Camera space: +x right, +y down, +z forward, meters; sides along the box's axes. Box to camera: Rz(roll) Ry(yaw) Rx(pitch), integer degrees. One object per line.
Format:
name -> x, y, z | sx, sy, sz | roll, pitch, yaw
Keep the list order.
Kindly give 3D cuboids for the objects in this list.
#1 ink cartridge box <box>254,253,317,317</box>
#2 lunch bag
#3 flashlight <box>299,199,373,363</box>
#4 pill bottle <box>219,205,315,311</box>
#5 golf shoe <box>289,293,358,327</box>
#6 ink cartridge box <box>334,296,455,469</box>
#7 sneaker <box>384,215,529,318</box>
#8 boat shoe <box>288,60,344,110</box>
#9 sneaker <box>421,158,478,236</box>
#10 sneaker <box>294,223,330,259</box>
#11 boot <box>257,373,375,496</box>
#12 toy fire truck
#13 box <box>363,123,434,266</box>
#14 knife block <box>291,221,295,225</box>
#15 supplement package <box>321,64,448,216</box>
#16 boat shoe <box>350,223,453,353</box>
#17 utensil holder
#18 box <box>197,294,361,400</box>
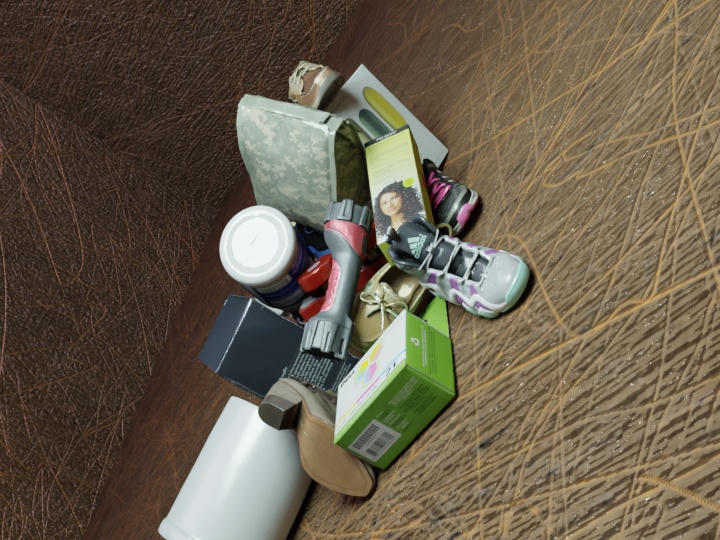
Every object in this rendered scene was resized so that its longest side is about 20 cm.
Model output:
ink cartridge box -> -0.086, 0.010, 1.405 | 0.198, 0.068, 0.117 | -27, -14, -47
lunch bag -> -0.080, -0.165, 1.120 | 0.119, 0.161, 0.202 | -59, -24, -30
flashlight -> -0.033, 0.012, 1.000 | 0.067, 0.067, 0.205 | -25, 47, 61
pill bottle -> -0.129, -0.009, 1.175 | 0.118, 0.114, 0.200 | -63, -17, -12
golf shoe -> -0.050, 0.061, 1.267 | 0.199, 0.093, 0.079 | -38, 27, 49
ink cartridge box -> 0.040, 0.112, 0.950 | 0.149, 0.075, 0.202 | -51, 20, 29
sneaker -> 0.089, -0.014, 0.880 | 0.199, 0.138, 0.079 | 4, 65, 63
boat shoe -> -0.077, -0.276, 1.177 | 0.076, 0.072, 0.200 | -49, 10, -7
sneaker -> 0.102, -0.109, 1.100 | 0.075, 0.086, 0.200 | -56, 18, 11
sneaker -> -0.078, -0.073, 1.298 | 0.069, 0.080, 0.199 | -23, 17, -18
boot -> -0.039, 0.203, 1.003 | 0.071, 0.198, 0.146 | -59, -19, 13
toy fire truck -> 0.000, 0.000, 1.155 | 0.198, 0.113, 0.168 | -35, 11, 17
box -> 0.053, -0.105, 1.041 | 0.074, 0.050, 0.203 | -21, 45, 14
knife block -> -0.112, -0.066, 1.528 | 0.175, 0.064, 0.203 | -31, -28, -51
supplement package -> 0.006, -0.184, 1.261 | 0.150, 0.199, 0.153 | -36, 15, 51
boat shoe -> 0.050, 0.017, 1.014 | 0.202, 0.073, 0.063 | -54, -1, -16
utensil holder -> -0.158, 0.303, 1.076 | 0.203, 0.168, 0.169 | -62, 17, -17
box -> -0.132, 0.138, 1.201 | 0.125, 0.196, 0.199 | -62, 17, -10
